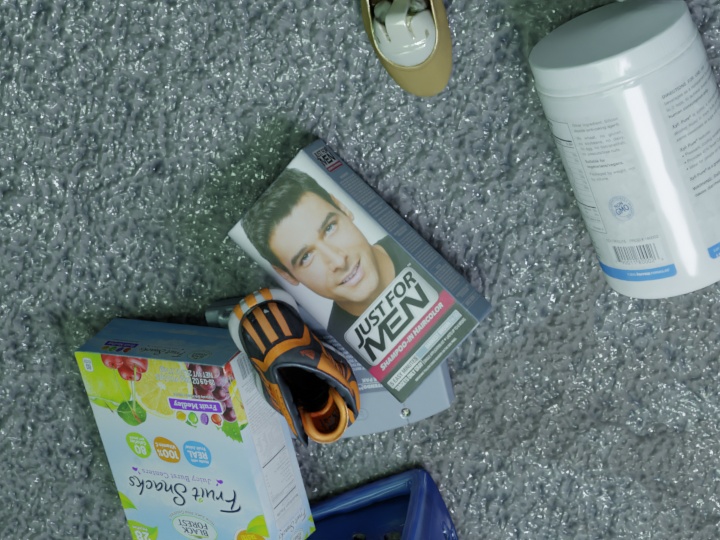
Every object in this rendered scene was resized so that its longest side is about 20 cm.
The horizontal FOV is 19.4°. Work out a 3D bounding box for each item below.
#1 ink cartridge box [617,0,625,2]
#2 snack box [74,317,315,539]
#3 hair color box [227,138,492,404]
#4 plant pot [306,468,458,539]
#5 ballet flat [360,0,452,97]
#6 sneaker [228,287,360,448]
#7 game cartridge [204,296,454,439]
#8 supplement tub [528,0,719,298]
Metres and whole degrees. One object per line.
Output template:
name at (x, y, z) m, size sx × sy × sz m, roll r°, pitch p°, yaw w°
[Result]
ink cartridge box at (0.198, -0.324, 1.538) m, size 0.173 × 0.044 × 0.200 m, roll 41°, pitch 118°, yaw -9°
snack box at (-0.142, 0.148, 1.816) m, size 0.168 × 0.068 × 0.201 m, roll 3°, pitch 120°, yaw 35°
hair color box at (0.000, 0.000, 1.711) m, size 0.200 × 0.061 × 0.099 m, roll 44°, pitch 110°, yaw 3°
plant pot at (0.004, 0.323, 1.832) m, size 0.199 × 0.201 × 0.180 m, roll -22°, pitch 117°, yaw 22°
ballet flat at (0.024, -0.218, 1.621) m, size 0.068 × 0.063 × 0.201 m, roll -7°, pitch 115°, yaw 17°
sneaker at (-0.039, 0.106, 1.694) m, size 0.077 × 0.112 × 0.200 m, roll -35°, pitch 144°, yaw 4°
game cartridge at (-0.024, 0.079, 1.801) m, size 0.198 × 0.041 × 0.134 m, roll -6°, pitch 112°, yaw 16°
supplement tub at (0.219, -0.093, 1.602) m, size 0.131 × 0.132 × 0.201 m, roll -14°, pitch 112°, yaw 19°
